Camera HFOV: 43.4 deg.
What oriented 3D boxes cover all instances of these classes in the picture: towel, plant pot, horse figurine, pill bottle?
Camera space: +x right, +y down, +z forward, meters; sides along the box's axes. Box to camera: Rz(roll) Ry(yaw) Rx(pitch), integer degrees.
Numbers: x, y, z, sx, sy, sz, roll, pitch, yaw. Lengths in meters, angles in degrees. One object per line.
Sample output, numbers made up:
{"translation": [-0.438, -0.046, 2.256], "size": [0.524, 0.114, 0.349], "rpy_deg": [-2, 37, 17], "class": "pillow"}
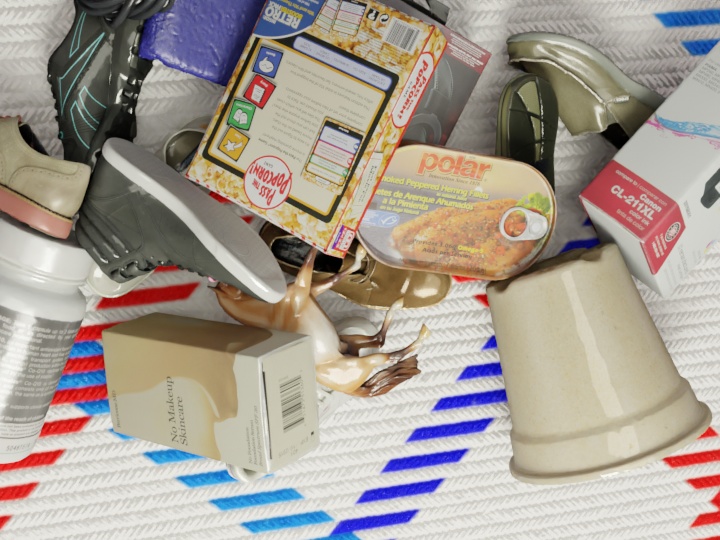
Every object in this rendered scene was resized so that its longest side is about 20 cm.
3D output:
{"translation": [-0.105, -0.262, 0.800], "size": [0.147, 0.049, 0.202], "rpy_deg": [16, 95, -34], "class": "towel"}
{"translation": [0.209, 0.079, 0.872], "size": [0.199, 0.200, 0.185], "rpy_deg": [-20, 92, -6], "class": "plant pot"}
{"translation": [-0.025, 0.050, 0.818], "size": [0.132, 0.050, 0.200], "rpy_deg": [-40, 107, 3], "class": "horse figurine"}
{"translation": [-0.311, 0.056, 0.800], "size": [0.112, 0.113, 0.202], "rpy_deg": [22, 96, -13], "class": "pill bottle"}

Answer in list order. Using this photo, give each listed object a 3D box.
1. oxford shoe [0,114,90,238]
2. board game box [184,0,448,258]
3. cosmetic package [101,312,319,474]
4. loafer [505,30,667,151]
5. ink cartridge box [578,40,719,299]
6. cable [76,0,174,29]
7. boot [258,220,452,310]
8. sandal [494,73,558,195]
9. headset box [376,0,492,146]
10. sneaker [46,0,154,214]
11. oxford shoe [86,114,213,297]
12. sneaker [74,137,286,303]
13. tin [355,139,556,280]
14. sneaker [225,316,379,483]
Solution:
{"translation": [-0.316, -0.104, 0.778], "size": [0.199, 0.070, 0.075], "rpy_deg": [30, 89, 8], "class": "oxford shoe"}
{"translation": [-0.039, -0.134, 0.759], "size": [0.151, 0.046, 0.201], "rpy_deg": [29, 95, 19], "class": "board game box"}
{"translation": [-0.135, 0.102, 0.800], "size": [0.071, 0.199, 0.106], "rpy_deg": [-18, 107, -52], "class": "cosmetic package"}
{"translation": [0.222, -0.165, 0.878], "size": [0.199, 0.075, 0.070], "rpy_deg": [26, 90, -14], "class": "loafer"}
{"translation": [0.318, -0.093, 0.868], "size": [0.200, 0.083, 0.146], "rpy_deg": [-47, 145, 1], "class": "ink cartridge box"}
{"translation": [-0.197, -0.297, 0.748], "size": [0.163, 0.051, 0.201], "rpy_deg": [-41, 73, 9], "class": "cable"}
{"translation": [0.000, 0.000, 0.867], "size": [0.198, 0.075, 0.074], "rpy_deg": [14, 95, -13], "class": "boot"}
{"translation": [0.148, -0.092, 0.885], "size": [0.079, 0.057, 0.203], "rpy_deg": [-7, 113, -31], "class": "sandal"}
{"translation": [0.016, -0.163, 0.840], "size": [0.148, 0.077, 0.201], "rpy_deg": [27, 96, -13], "class": "headset box"}
{"translation": [-0.239, -0.151, 0.809], "size": [0.079, 0.075, 0.202], "rpy_deg": [18, 93, 5], "class": "sneaker"}
{"translation": [-0.188, -0.060, 0.832], "size": [0.075, 0.058, 0.200], "rpy_deg": [39, 93, -16], "class": "oxford shoe"}
{"translation": [-0.159, -0.016, 0.781], "size": [0.199, 0.071, 0.099], "rpy_deg": [38, 109, 3], "class": "sneaker"}
{"translation": [0.083, -0.055, 0.818], "size": [0.198, 0.042, 0.113], "rpy_deg": [8, 110, -20], "class": "tin"}
{"translation": [-0.051, 0.129, 0.867], "size": [0.200, 0.100, 0.075], "rpy_deg": [-45, 103, -2], "class": "sneaker"}
